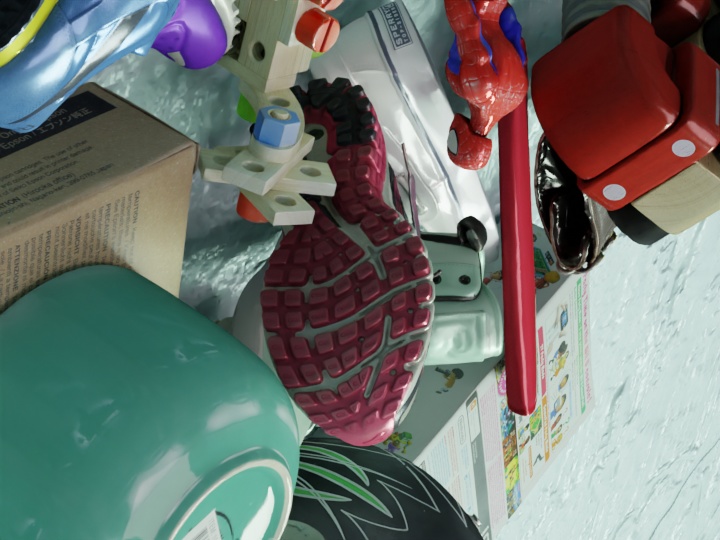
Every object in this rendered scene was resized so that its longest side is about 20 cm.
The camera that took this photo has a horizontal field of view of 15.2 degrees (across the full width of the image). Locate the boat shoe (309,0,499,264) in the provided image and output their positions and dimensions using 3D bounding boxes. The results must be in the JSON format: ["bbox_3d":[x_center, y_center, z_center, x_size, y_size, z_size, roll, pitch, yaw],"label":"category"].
[{"bbox_3d":[0.021,-0.063,1.406,0.065,0.074,0.200,-23,139,2],"label":"boat shoe"}]

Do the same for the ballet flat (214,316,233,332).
[{"bbox_3d":[-0.055,0.049,1.412,0.200,0.067,0.062,-3,95,-59],"label":"ballet flat"}]

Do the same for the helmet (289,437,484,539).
[{"bbox_3d":[-0.024,0.180,1.406,0.200,0.200,0.191,-32,128,-37],"label":"helmet"}]

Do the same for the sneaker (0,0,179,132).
[{"bbox_3d":[-0.086,-0.138,1.050,0.200,0.066,0.078,-48,147,-4],"label":"sneaker"}]

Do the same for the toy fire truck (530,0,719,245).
[{"bbox_3d":[0.132,-0.142,1.365,0.200,0.176,0.129,35,131,-27],"label":"toy fire truck"}]

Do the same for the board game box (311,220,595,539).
[{"bbox_3d":[0.059,0.088,1.571,0.200,0.064,0.148,-48,149,-31],"label":"board game box"}]

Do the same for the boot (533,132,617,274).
[{"bbox_3d":[0.152,-0.062,1.551,0.174,0.069,0.200,-58,144,-33],"label":"boot"}]

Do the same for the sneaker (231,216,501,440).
[{"bbox_3d":[0.006,0.034,1.318,0.201,0.118,0.074,-68,160,-54],"label":"sneaker"}]

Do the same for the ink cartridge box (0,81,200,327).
[{"bbox_3d":[-0.163,0.035,1.210,0.165,0.075,0.200,-28,138,-43],"label":"ink cartridge box"}]

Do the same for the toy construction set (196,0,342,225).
[{"bbox_3d":[-0.020,-0.122,1.215,0.092,0.131,0.200,1,117,-55],"label":"toy construction set"}]

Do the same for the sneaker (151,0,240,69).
[{"bbox_3d":[-0.132,-0.123,1.118,0.100,0.070,0.200,-53,142,-5],"label":"sneaker"}]

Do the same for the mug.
[{"bbox_3d":[-0.091,0.090,1.178,0.185,0.114,0.152,1,117,-56],"label":"mug"}]

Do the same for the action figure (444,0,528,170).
[{"bbox_3d":[0.060,-0.149,1.329,0.065,0.052,0.200,2,90,-67],"label":"action figure"}]

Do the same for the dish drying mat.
[{"bbox_3d":[0.085,-0.027,1.463,0.077,0.018,0.200,-61,150,-79],"label":"dish drying mat"}]

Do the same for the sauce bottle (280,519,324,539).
[{"bbox_3d":[-0.050,0.216,1.290,0.065,0.065,0.200,-18,121,-48],"label":"sauce bottle"}]

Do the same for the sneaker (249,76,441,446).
[{"bbox_3d":[0.000,0.000,1.240,0.080,0.200,0.075,-15,136,10],"label":"sneaker"}]
